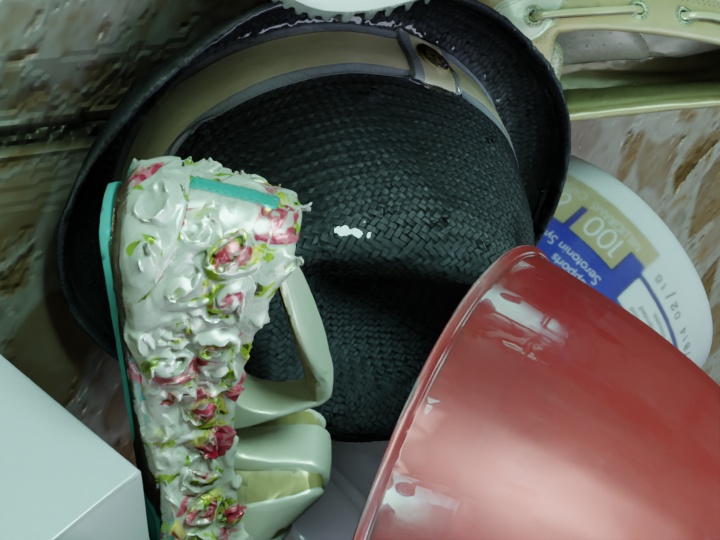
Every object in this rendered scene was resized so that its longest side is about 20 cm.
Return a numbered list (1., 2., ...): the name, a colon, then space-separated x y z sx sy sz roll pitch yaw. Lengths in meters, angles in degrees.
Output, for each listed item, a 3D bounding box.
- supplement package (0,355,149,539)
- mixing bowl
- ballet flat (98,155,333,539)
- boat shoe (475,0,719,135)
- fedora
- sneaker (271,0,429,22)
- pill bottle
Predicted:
1. supplement package: -0.136 0.124 0.827 0.109 0.114 0.201 -38 149 -27
2. mixing bowl: 0.071 0.104 0.800 0.200 0.108 0.201 19 90 -73
3. ballet flat: -0.040 0.045 0.787 0.201 0.063 0.076 88 1 -51
4. boat shoe: 0.080 -0.077 0.940 0.200 0.063 0.073 -10 151 -26
5. fedora: 0.000 0.000 0.866 0.199 0.092 0.201 -17 139 -16
6. sneaker: 0.043 -0.138 0.720 0.199 0.070 0.094 -24 147 -40
7. pill bottle: 0.034 0.055 1.022 0.200 0.119 0.120 -42 151 -25
